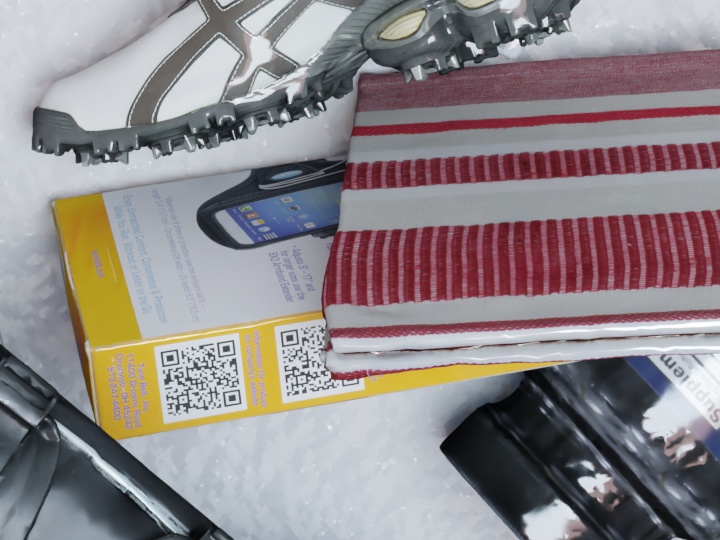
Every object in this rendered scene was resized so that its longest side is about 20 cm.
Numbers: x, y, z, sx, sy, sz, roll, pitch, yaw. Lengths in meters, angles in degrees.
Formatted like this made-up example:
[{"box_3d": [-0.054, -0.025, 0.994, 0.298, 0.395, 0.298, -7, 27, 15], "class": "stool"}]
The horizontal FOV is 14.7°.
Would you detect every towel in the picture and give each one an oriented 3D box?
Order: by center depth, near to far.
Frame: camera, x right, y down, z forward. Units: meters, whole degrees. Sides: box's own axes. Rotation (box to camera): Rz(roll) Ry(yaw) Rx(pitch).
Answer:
[{"box_3d": [0.064, -0.021, 0.909, 0.144, 0.200, 0.023, -4, 117, 7], "class": "towel"}]

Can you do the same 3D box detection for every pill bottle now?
[{"box_3d": [0.128, 0.025, 0.989, 0.200, 0.112, 0.112, -43, 106, 1], "class": "pill bottle"}]

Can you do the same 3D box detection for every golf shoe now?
[{"box_3d": [-0.027, -0.096, 0.943, 0.200, 0.078, 0.095, -18, 93, 15], "class": "golf shoe"}]

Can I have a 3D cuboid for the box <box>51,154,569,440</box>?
[{"box_3d": [0.000, 0.000, 0.951, 0.200, 0.119, 0.042, -7, 117, -8], "class": "box"}]

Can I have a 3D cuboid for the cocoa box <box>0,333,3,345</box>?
[{"box_3d": [-0.197, 0.102, 0.930, 0.131, 0.133, 0.200, 6, 100, -11], "class": "cocoa box"}]

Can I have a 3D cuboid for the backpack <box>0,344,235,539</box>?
[{"box_3d": [-0.132, 0.128, 0.797, 0.177, 0.151, 0.200, 40, 84, -5], "class": "backpack"}]

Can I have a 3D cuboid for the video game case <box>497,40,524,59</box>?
[{"box_3d": [0.015, -0.200, 0.965, 0.182, 0.023, 0.200, 23, 97, -14], "class": "video game case"}]
